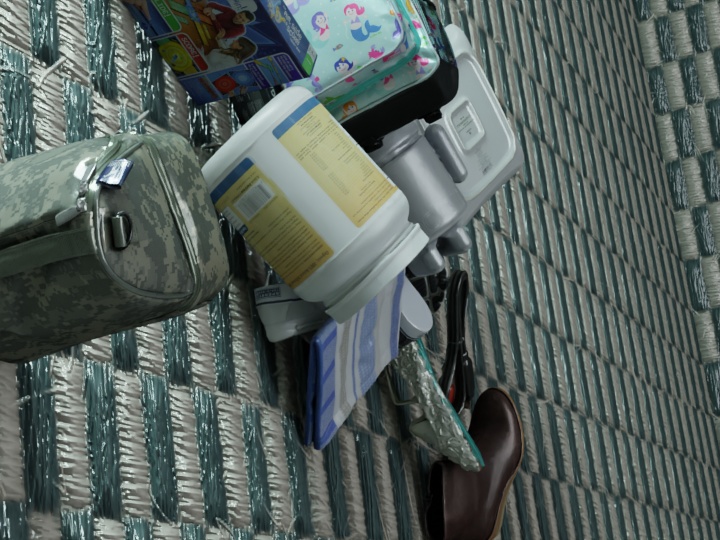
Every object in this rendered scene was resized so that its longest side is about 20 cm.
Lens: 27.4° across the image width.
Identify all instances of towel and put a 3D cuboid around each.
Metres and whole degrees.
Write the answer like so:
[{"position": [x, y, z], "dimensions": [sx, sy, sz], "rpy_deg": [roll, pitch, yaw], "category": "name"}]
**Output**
[{"position": [-0.003, 0.080, 1.549], "dimensions": [0.200, 0.024, 0.148], "rpy_deg": [-47, 148, -50], "category": "towel"}]

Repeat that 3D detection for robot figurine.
[{"position": [0.041, -0.091, 1.626], "dimensions": [0.169, 0.113, 0.201], "rpy_deg": [-38, 98, -21], "category": "robot figurine"}]

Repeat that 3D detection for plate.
[{"position": [0.115, -0.167, 1.741], "dimensions": [0.200, 0.032, 0.201], "rpy_deg": [-45, 113, -43], "category": "plate"}]

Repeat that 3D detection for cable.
[{"position": [0.108, 0.101, 1.833], "dimensions": [0.097, 0.050, 0.201], "rpy_deg": [-40, 127, -53], "category": "cable"}]

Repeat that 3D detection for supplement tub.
[{"position": [-0.044, -0.062, 1.429], "dimensions": [0.200, 0.145, 0.145], "rpy_deg": [47, 27, -3], "category": "supplement tub"}]

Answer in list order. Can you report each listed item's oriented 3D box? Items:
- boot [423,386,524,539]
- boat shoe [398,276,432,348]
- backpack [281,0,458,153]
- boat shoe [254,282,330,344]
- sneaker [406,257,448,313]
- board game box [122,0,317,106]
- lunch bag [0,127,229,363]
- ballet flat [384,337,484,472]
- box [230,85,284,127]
[{"position": [0.136, 0.236, 1.800], "dimensions": [0.166, 0.072, 0.202], "rpy_deg": [20, 73, -60], "category": "boot"}, {"position": [0.000, 0.000, 1.671], "dimensions": [0.200, 0.068, 0.072], "rpy_deg": [54, 32, -4], "category": "boat shoe"}, {"position": [-0.010, -0.245, 1.530], "dimensions": [0.150, 0.177, 0.201], "rpy_deg": [33, 35, -58], "category": "backpack"}, {"position": [-0.045, 0.047, 1.546], "dimensions": [0.199, 0.073, 0.066], "rpy_deg": [0, 81, -56], "category": "boat shoe"}, {"position": [0.067, -0.042, 1.841], "dimensions": [0.080, 0.077, 0.201], "rpy_deg": [1, 75, -75], "category": "sneaker"}, {"position": [-0.146, -0.249, 1.391], "dimensions": [0.200, 0.135, 0.035], "rpy_deg": [56, 36, -39], "category": "board game box"}, {"position": [-0.210, -0.013, 1.025], "dimensions": [0.168, 0.199, 0.140], "rpy_deg": [-25, 99, -68], "category": "lunch bag"}, {"position": [0.075, 0.153, 1.729], "dimensions": [0.201, 0.071, 0.072], "rpy_deg": [63, 24, -2], "category": "ballet flat"}, {"position": [-0.115, -0.263, 1.584], "dimensions": [0.201, 0.046, 0.159], "rpy_deg": [69, 23, -15], "category": "box"}]
